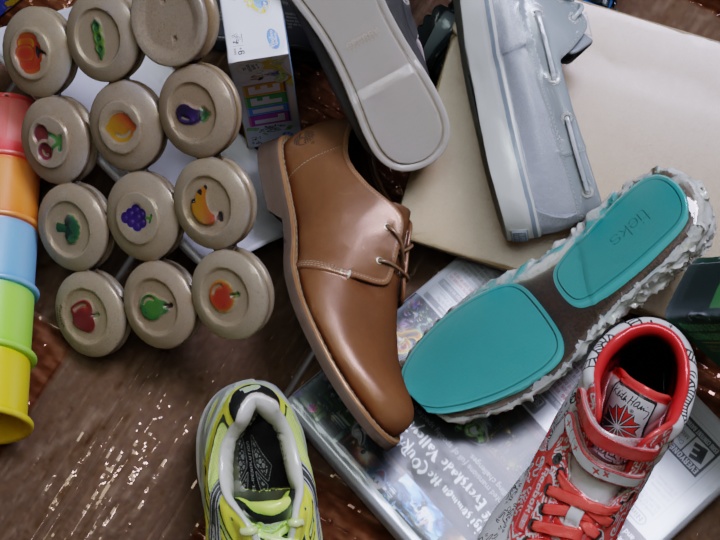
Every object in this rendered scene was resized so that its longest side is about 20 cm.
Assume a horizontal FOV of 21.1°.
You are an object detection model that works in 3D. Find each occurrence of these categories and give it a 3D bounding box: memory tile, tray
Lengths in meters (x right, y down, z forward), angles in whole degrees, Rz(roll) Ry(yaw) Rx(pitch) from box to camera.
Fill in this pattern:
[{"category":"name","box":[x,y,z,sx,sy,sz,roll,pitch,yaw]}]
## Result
[{"category":"memory tile","box":[-0.124,-0.054,1.054,0.152,0.017,0.201,-7,98,33]},{"category":"tray","box":[-0.125,-0.077,1.126,0.200,0.022,0.107,45,37,15]}]

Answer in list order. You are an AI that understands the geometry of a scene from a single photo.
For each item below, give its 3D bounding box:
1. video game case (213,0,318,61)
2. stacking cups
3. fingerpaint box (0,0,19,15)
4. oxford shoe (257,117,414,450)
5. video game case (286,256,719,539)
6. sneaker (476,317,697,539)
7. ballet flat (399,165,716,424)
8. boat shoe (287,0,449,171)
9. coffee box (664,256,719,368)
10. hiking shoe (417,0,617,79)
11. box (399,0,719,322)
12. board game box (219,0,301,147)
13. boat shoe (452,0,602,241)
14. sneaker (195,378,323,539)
[{"category":"video game case","box":[-0.050,-0.227,1.208,0.142,0.019,0.201,7,68,1]},{"category":"stacking cups","box":[-0.212,-0.004,1.098,0.060,0.061,0.201,-1,65,-2]},{"category":"fingerpaint box","box":[-0.212,-0.246,1.114,0.073,0.200,0.167,43,74,15]},{"category":"oxford shoe","box":[0.000,0.000,1.060,0.071,0.071,0.201,-24,64,15]},{"category":"video game case","box":[0.088,0.092,1.084,0.182,0.023,0.200,-39,75,-15]},{"category":"sneaker","box":[0.111,0.116,1.005,0.067,0.108,0.202,29,71,9]},{"category":"ballet flat","box":[0.115,0.022,1.056,0.200,0.072,0.072,-36,71,16]},{"category":"boat shoe","box":[-0.007,-0.148,1.048,0.067,0.057,0.201,-23,109,-3]},{"category":"coffee box","box":[0.265,0.065,0.998,0.200,0.123,0.044,41,68,-24]},{"category":"hiking shoe","box":[0.129,-0.160,1.165,0.200,0.074,0.087,-37,81,-4]},{"category":"box","box":[0.134,-0.067,1.103,0.199,0.021,0.165,17,85,3]},{"category":"board game box","box":[-0.067,-0.188,1.108,0.034,0.135,0.201,-9,74,-1]},{"category":"boat shoe","box":[0.093,-0.119,1.069,0.071,0.070,0.202,-11,90,0]},{"category":"sneaker","box":[-0.053,0.155,1.021,0.075,0.076,0.201,-11,78,-8]}]
